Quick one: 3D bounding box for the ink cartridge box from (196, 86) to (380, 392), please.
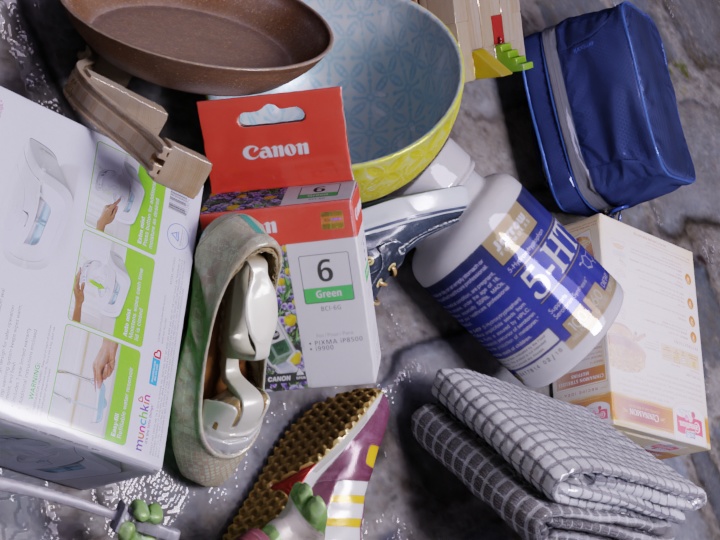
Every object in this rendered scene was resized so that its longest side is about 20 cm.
[{"bbox_3d":[-0.052,-0.018,0.924,0.050,0.108,0.202,-76,160,-69],"label":"ink cartridge box"}]

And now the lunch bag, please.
[{"bbox_3d":[0.231,-0.142,1.295,0.135,0.131,0.203,8,69,-60],"label":"lunch bag"}]

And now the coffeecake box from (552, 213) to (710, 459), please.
[{"bbox_3d":[0.254,0.067,1.278,0.152,0.073,0.202,18,63,-40],"label":"coffeecake box"}]

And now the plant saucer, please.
[{"bbox_3d":[-0.119,-0.171,0.957,0.198,0.037,0.201,12,29,-7],"label":"plant saucer"}]

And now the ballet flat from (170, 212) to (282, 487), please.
[{"bbox_3d":[-0.087,0.063,0.888,0.067,0.062,0.202,-11,115,-38],"label":"ballet flat"}]

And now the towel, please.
[{"bbox_3d":[0.156,0.162,1.085,0.199,0.165,0.086,19,102,-42],"label":"towel"}]

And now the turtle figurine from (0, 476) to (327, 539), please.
[{"bbox_3d":[-0.089,0.190,0.795,0.193,0.143,0.202,-24,106,-29],"label":"turtle figurine"}]

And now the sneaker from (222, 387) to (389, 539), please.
[{"bbox_3d":[-0.028,0.175,0.969,0.090,0.074,0.200,55,52,-23],"label":"sneaker"}]

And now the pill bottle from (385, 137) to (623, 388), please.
[{"bbox_3d":[0.113,-0.010,1.126,0.200,0.120,0.120,43,48,-8],"label":"pill bottle"}]

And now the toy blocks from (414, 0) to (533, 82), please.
[{"bbox_3d":[0.091,-0.240,1.189,0.200,0.099,0.139,-26,110,-59],"label":"toy blocks"}]

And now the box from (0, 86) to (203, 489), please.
[{"bbox_3d":[-0.202,0.013,0.831,0.175,0.096,0.202,24,60,-36],"label":"box"}]

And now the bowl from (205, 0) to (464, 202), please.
[{"bbox_3d":[-0.019,-0.114,1.035,0.108,0.198,0.201,88,21,-50],"label":"bowl"}]

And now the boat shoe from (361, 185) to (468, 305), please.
[{"bbox_3d":[0.000,0.000,1.025,0.198,0.071,0.092,-19,95,-16],"label":"boat shoe"}]

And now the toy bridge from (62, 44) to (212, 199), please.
[{"bbox_3d":[-0.160,-0.108,0.880,0.067,0.027,0.200,24,14,-35],"label":"toy bridge"}]
